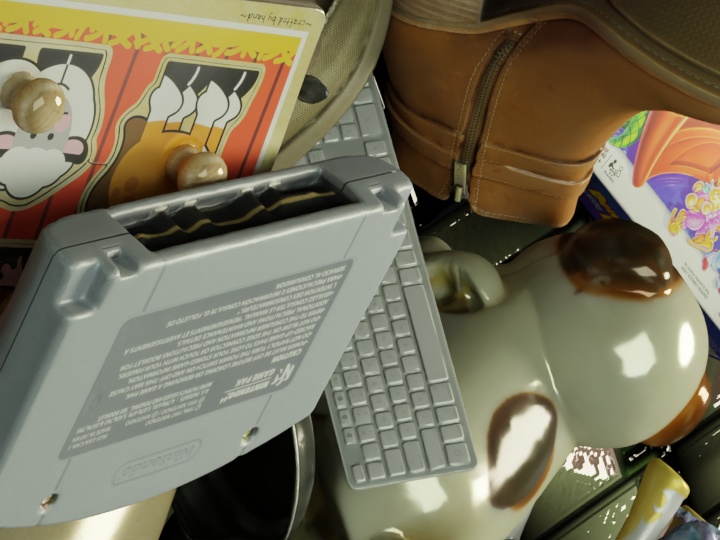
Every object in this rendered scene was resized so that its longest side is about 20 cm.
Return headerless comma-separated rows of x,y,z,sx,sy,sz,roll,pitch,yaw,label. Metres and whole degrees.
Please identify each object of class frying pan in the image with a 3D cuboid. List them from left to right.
-0.059,0.104,1.221,0.031,0.115,0.190,-10,122,-34,frying pan

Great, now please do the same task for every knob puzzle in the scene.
-0.103,-0.008,1.021,0.220,0.030,0.220,-28,136,-31,knob puzzle

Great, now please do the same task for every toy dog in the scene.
0.058,0.050,1.260,0.200,0.194,0.140,-29,111,-14,toy dog

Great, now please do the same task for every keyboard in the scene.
0.000,0.000,1.218,0.056,0.200,0.011,-12,154,-6,keyboard

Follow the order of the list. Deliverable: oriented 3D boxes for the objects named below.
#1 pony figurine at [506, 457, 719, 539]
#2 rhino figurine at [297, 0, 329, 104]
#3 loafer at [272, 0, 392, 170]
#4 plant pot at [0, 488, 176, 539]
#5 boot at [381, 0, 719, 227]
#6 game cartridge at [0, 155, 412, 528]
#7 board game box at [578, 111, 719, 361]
0.083,0.175,1.358,0.193,0.167,0.200,43,82,-3,pony figurine
-0.054,-0.118,1.145,0.087,0.200,0.060,22,132,-31,rhino figurine
-0.057,-0.073,1.206,0.067,0.076,0.200,34,85,-43,loafer
-0.153,0.084,1.146,0.200,0.187,0.187,-54,128,-23,plant pot
0.098,-0.072,1.229,0.074,0.200,0.155,-43,152,-37,boot
-0.069,0.028,1.048,0.200,0.040,0.133,-14,136,-53,game cartridge
0.175,-0.061,1.388,0.135,0.045,0.200,-50,126,-10,board game box
